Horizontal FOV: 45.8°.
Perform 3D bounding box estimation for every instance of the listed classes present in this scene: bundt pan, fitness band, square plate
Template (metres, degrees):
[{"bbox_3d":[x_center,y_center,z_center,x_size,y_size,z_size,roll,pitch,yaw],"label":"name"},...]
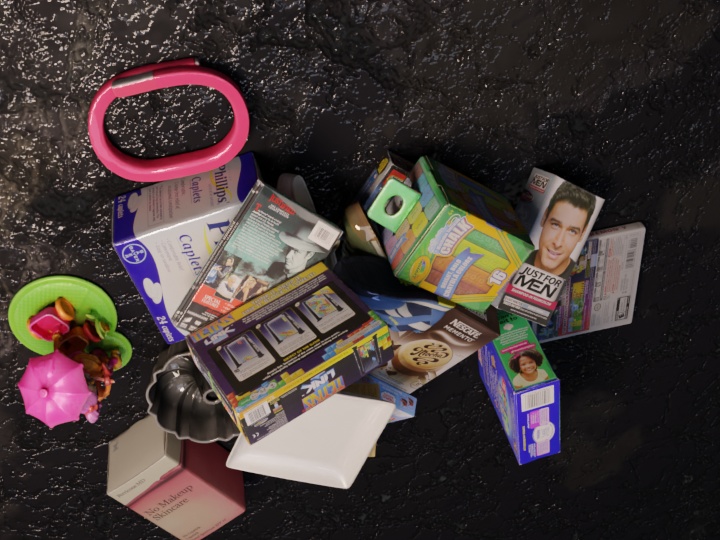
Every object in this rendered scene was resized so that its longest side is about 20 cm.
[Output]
[{"bbox_3d":[-0.225,0.165,1.292,0.198,0.076,0.205,-7,128,-8],"label":"bundt pan"},{"bbox_3d":[-0.235,-0.182,1.049,0.196,0.038,0.145,-12,132,-4],"label":"fitness band"},{"bbox_3d":[-0.074,0.231,1.223,0.196,0.029,0.200,14,127,-16],"label":"square plate"}]

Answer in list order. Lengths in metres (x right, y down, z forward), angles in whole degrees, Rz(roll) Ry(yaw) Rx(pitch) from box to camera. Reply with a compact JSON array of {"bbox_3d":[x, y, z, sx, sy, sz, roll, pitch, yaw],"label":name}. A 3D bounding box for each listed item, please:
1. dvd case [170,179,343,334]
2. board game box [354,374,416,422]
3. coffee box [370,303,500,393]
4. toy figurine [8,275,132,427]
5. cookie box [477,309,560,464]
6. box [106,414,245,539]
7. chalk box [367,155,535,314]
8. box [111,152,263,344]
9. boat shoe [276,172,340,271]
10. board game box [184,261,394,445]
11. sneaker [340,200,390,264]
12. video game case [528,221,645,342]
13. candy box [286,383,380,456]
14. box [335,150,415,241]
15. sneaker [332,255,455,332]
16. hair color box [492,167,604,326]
[{"bbox_3d":[-0.125,0.005,1.050,0.145,0.022,0.202,27,100,-43],"label":"dvd case"},{"bbox_3d":[-0.032,0.195,1.348,0.198,0.037,0.150,29,146,-31],"label":"board game box"},{"bbox_3d":[0.100,0.093,1.287,0.112,0.081,0.199,28,131,-30],"label":"coffee box"},{"bbox_3d":[-0.393,0.139,1.160,0.149,0.186,0.201,-30,129,11],"label":"toy figurine"},{"bbox_3d":[0.242,0.164,1.329,0.074,0.202,0.173,-15,131,-3],"label":"cookie box"},{"bbox_3d":[-0.297,0.335,1.385,0.127,0.110,0.200,-33,128,13],"label":"box"},{"bbox_3d":[0.106,-0.054,1.122,0.197,0.125,0.125,21,120,-28],"label":"chalk box"},{"bbox_3d":[-0.201,-0.027,1.131,0.196,0.106,0.186,-18,130,0],"label":"box"},{"bbox_3d":[-0.057,-0.036,1.132,0.068,0.071,0.204,-12,97,27],"label":"boat shoe"},{"bbox_3d":[-0.085,0.090,1.002,0.198,0.165,0.057,-28,128,-17],"label":"board game box"},{"bbox_3d":[0.000,0.000,1.176,0.089,0.068,0.201,-26,133,4],"label":"sneaker"},{"bbox_3d":[0.358,0.023,1.365,0.178,0.023,0.203,-11,130,-5],"label":"video game case"},{"bbox_3d":[-0.071,0.225,1.275,0.196,0.056,0.117,0,132,-6],"label":"candy box"},{"bbox_3d":[0.081,-0.069,1.211,0.198,0.040,0.137,24,120,-28],"label":"box"},{"bbox_3d":[0.037,0.040,1.132,0.198,0.075,0.082,18,128,-36],"label":"sneaker"},{"bbox_3d":[0.260,-0.033,1.229,0.098,0.061,0.203,18,99,-27],"label":"hair color box"}]
